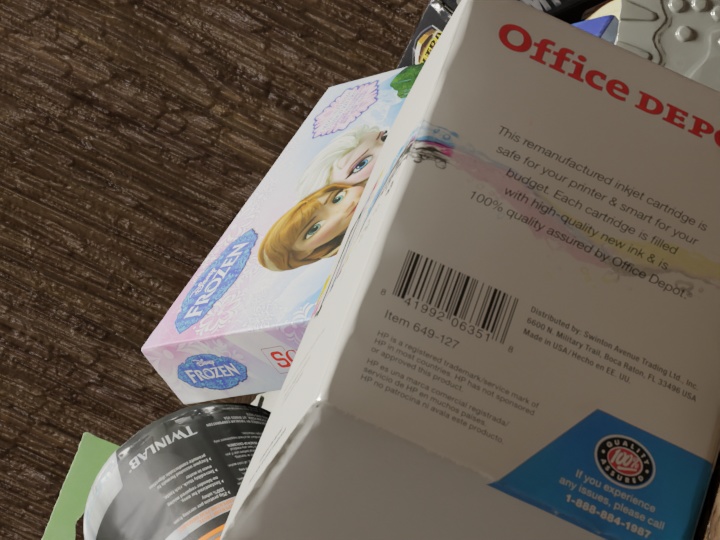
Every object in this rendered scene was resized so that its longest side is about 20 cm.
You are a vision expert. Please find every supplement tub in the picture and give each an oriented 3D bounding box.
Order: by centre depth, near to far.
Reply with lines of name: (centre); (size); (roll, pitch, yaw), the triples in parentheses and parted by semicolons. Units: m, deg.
supplement tub: (-0.044, 0.163, 1.244); (0.123, 0.122, 0.200); (-63, 36, 23)

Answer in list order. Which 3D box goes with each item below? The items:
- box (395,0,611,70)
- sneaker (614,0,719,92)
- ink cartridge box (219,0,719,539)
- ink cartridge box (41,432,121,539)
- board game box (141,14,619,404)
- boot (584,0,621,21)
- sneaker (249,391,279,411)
box: (0.078, -0.097, 1.530); (0.200, 0.050, 0.199); (-30, -25, -44)
sneaker: (0.144, -0.097, 1.205); (0.081, 0.076, 0.201); (85, -150, -81)
ink cartridge box: (0.059, 0.026, 1.028); (0.145, 0.147, 0.201); (122, 171, -58)
ink cartridge box: (-0.063, 0.150, 1.402); (0.146, 0.199, 0.048); (-74, 9, -55)
board game box: (0.017, -0.028, 1.275); (0.199, 0.041, 0.200); (-11, 35, 45)
boot: (0.097, -0.042, 1.379); (0.156, 0.073, 0.200); (-63, 10, -20)
sneaker: (-0.075, 0.112, 1.512); (0.200, 0.072, 0.072); (-48, 12, 30)
